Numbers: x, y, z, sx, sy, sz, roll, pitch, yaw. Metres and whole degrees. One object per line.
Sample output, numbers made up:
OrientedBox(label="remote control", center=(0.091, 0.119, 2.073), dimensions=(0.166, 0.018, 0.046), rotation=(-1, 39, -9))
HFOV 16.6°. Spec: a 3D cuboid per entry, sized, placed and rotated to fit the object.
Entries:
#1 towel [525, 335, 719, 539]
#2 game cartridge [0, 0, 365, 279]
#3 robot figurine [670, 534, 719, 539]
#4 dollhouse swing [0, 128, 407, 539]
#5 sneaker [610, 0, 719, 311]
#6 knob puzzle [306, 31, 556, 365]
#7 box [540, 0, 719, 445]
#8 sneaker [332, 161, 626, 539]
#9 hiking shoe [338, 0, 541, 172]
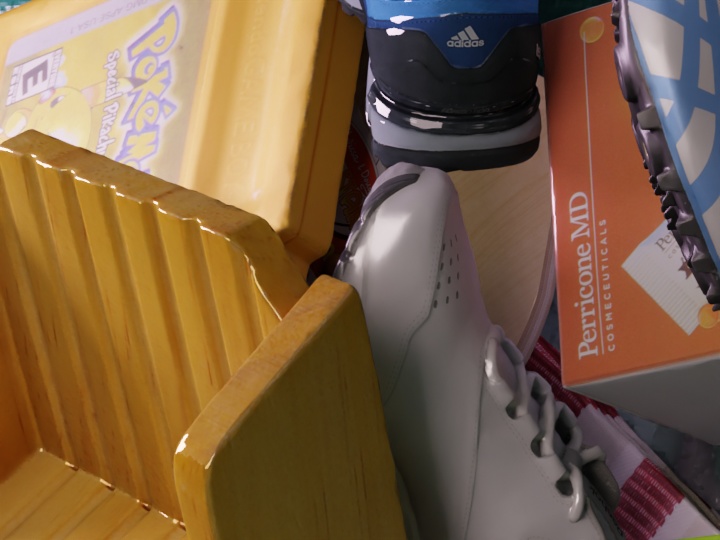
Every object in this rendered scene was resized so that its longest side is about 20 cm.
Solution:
OrientedBox(label="towel", center=(0.059, 0.118, 0.832), dimensions=(0.144, 0.023, 0.200), rotation=(-54, 52, 13))
OrientedBox(label="game cartridge", center=(-0.085, -0.049, 0.926), dimensions=(0.200, 0.032, 0.176), rotation=(-19, 51, 38))
OrientedBox(label="robot figurine", center=(0.108, 0.154, 0.630), dimensions=(0.200, 0.116, 0.176), rotation=(-9, 84, -2))
OrientedBox(label="dollhouse swing", center=(-0.116, 0.084, 0.746), dimensions=(0.200, 0.176, 0.182), rotation=(22, 132, 46))
OrientedBox(label="sneaker", center=(0.106, -0.089, 0.703), dimensions=(0.072, 0.072, 0.200), rotation=(-5, 78, 9))
OrientedBox(label="knob puzzle", center=(0.000, 0.000, 0.885), dimensions=(0.220, 0.030, 0.220), rotation=(-15, 63, 32))
OrientedBox(label="box", center=(0.165, -0.031, 0.743), dimensions=(0.200, 0.097, 0.124), rotation=(-15, 68, 34))
OrientedBox(label="sneaker", center=(0.039, 0.058, 0.772), dimensions=(0.087, 0.075, 0.200), rotation=(-1, 116, 20))
OrientedBox(label="hiking shoe", center=(0.025, -0.116, 0.811), dimensions=(0.200, 0.074, 0.087), rotation=(-110, 19, -52))
